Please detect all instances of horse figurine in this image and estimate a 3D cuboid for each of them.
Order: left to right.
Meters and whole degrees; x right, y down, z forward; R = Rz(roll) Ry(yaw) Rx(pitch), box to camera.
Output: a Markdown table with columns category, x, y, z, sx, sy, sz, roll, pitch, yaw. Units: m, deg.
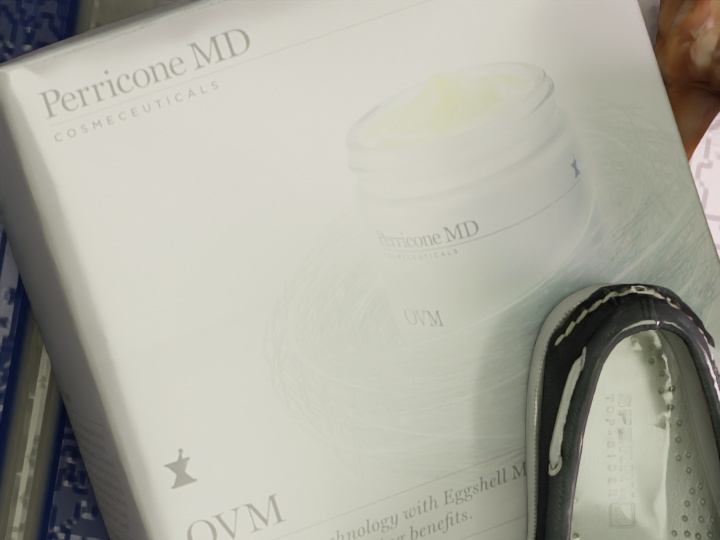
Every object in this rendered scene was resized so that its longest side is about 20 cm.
| category | x | y | z | sx | sy | sz | roll | pitch | yaw |
| --- | --- | --- | --- | --- | --- | --- | --- | --- | --- |
| horse figurine | 0.117 | -0.118 | 0.953 | 0.050 | 0.133 | 0.200 | 1 | 77 | -3 |

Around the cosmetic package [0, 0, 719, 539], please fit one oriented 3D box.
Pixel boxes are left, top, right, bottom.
| category | x | y | z | sx | sy | sz | roll | pitch | yaw |
| --- | --- | --- | --- | --- | --- | --- | --- | --- | --- |
| cosmetic package | 0.000 | 0.000 | 0.917 | 0.199 | 0.123 | 0.200 | -20 | 94 | -12 |

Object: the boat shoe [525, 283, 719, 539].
| category | x | y | z | sx | sy | sz | roll | pitch | yaw |
| --- | --- | --- | --- | --- | --- | --- | --- | --- | --- |
| boat shoe | 0.081 | 0.105 | 0.845 | 0.075 | 0.060 | 0.200 | -9 | 95 | -6 |
